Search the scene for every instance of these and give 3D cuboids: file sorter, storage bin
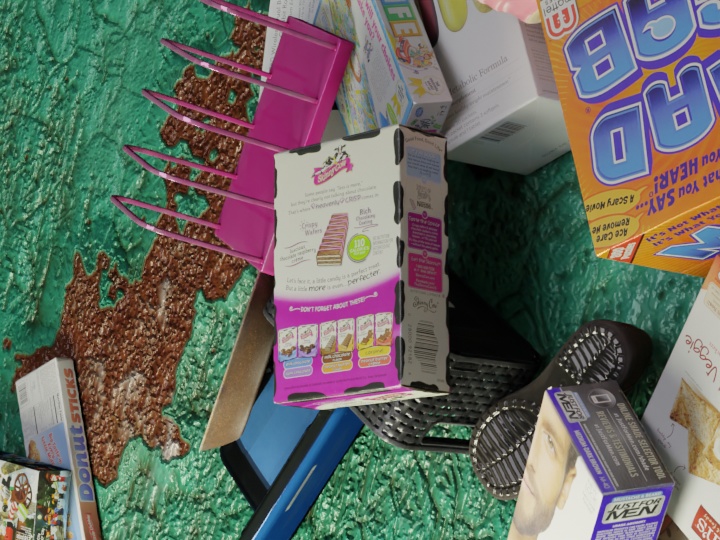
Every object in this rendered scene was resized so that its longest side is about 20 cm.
[{"bbox_3d":[-0.114,-0.121,1.850,0.139,0.125,0.201,35,107,65],"label":"file sorter"},{"bbox_3d":[0.033,0.051,1.806,0.200,0.135,0.094,44,113,39],"label":"storage bin"}]

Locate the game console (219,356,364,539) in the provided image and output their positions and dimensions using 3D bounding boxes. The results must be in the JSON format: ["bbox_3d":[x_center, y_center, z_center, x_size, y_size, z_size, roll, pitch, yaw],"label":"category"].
[{"bbox_3d":[-0.071,0.135,1.916,0.118,0.171,0.200,36,111,13],"label":"game console"}]

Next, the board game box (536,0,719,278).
[{"bbox_3d":[0.277,-0.125,1.553,0.199,0.199,0.201,-27,66,38],"label":"board game box"}]

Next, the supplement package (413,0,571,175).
[{"bbox_3d":[0.114,-0.195,1.785,0.114,0.109,0.201,-30,63,38],"label":"supplement package"}]

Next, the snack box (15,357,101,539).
[{"bbox_3d":[-0.295,0.191,2.185,0.072,0.024,0.201,-29,64,39],"label":"snack box"}]

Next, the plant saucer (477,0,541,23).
[{"bbox_3d":[0.177,-0.237,1.635,0.200,0.200,0.051,-29,86,38],"label":"plant saucer"}]

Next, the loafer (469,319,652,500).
[{"bbox_3d":[0.161,0.110,1.722,0.200,0.071,0.073,-45,65,38],"label":"loafer"}]

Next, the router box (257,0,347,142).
[{"bbox_3d":[-0.011,-0.156,1.944,0.179,0.049,0.201,3,86,44],"label":"router box"}]

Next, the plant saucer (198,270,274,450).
[{"bbox_3d":[-0.093,0.065,1.932,0.200,0.034,0.201,-160,90,-88],"label":"plant saucer"}]

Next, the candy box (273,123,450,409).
[{"bbox_3d":[0.000,0.000,1.708,0.136,0.061,0.201,-9,76,42],"label":"candy box"}]

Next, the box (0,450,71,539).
[{"bbox_3d":[-0.355,0.250,2.200,0.200,0.038,0.137,6,91,53],"label":"box"}]

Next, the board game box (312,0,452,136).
[{"bbox_3d":[0.014,-0.167,1.807,0.135,0.034,0.201,111,148,-51],"label":"board game box"}]

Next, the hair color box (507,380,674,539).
[{"bbox_3d":[0.162,0.191,1.640,0.109,0.065,0.201,-116,29,-45],"label":"hair color box"}]

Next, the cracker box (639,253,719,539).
[{"bbox_3d":[0.271,0.101,1.553,0.134,0.057,0.201,50,137,37],"label":"cracker box"}]

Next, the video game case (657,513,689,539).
[{"bbox_3d":[0.250,0.190,1.653,0.200,0.023,0.183,-33,62,37],"label":"video game case"}]
